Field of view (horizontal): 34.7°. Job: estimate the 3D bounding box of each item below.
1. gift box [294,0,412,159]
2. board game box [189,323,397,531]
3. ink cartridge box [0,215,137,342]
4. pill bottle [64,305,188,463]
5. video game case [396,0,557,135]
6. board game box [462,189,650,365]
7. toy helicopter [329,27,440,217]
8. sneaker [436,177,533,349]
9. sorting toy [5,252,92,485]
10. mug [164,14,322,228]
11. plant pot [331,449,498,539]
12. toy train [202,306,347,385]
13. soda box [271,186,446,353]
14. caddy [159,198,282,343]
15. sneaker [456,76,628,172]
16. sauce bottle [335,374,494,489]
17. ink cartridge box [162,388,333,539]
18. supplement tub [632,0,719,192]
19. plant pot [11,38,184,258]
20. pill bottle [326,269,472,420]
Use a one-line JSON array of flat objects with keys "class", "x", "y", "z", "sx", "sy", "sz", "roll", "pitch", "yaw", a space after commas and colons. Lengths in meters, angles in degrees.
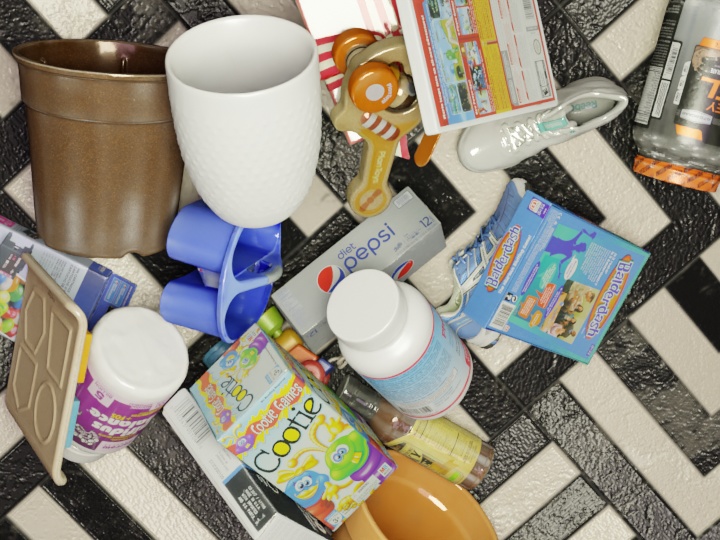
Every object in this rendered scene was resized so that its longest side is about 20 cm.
[{"class": "gift box", "x": 0.042, "y": -0.232, "z": 1.212, "sx": 0.183, "sy": 0.187, "sz": 0.202, "roll": -26, "pitch": 101, "yaw": 3}, {"class": "board game box", "x": -0.070, "y": 0.169, "z": 1.236, "sx": 0.103, "sy": 0.105, "sz": 0.200, "roll": -44, "pitch": 126, "yaw": 1}, {"class": "ink cartridge box", "x": -0.369, "y": 0.026, "z": 1.319, "sx": 0.198, "sy": 0.042, "sz": 0.120, "roll": 26, "pitch": 100, "yaw": -10}, {"class": "pill bottle", "x": -0.276, "y": 0.134, "z": 1.273, "sx": 0.112, "sy": 0.113, "sz": 0.200, "roll": 34, "pitch": 134, "yaw": -9}, {"class": "video game case", "x": 0.116, "y": -0.216, "z": 1.111, "sx": 0.199, "sy": 0.017, "sz": 0.145, "roll": -18, "pitch": 98, "yaw": -45}, {"class": "board game box", "x": 0.223, "y": 0.013, "z": 1.294, "sx": 0.199, "sy": 0.045, "sz": 0.153, "roll": 21, "pitch": 101, "yaw": -42}, {"class": "toy helicopter", "x": 0.032, "y": -0.138, "z": 1.133, "sx": 0.131, "sy": 0.079, "sz": 0.201, "roll": -3, "pitch": 131, "yaw": -19}, {"class": "sneaker", "x": 0.147, "y": -0.011, "z": 1.320, "sx": 0.076, "sy": 0.076, "sz": 0.202, "roll": 16, "pitch": 99, "yaw": -11}, {"class": "sorting toy", "x": -0.334, "y": 0.101, "z": 1.237, "sx": 0.036, "sy": 0.185, "sz": 0.202, "roll": 0, "pitch": 109, "yaw": -33}, {"class": "mug", "x": -0.111, "y": -0.154, "z": 1.158, "sx": 0.146, "sy": 0.201, "sz": 0.177, "roll": -5, "pitch": 131, "yaw": -3}, {"class": "plant pot", "x": 0.046, "y": 0.331, "z": 1.338, "sx": 0.199, "sy": 0.201, "sz": 0.141, "roll": 31, "pitch": 115, "yaw": -9}, {"class": "toy train", "x": -0.078, "y": 0.088, "z": 1.335, "sx": 0.200, "sy": 0.085, "sz": 0.116, "roll": -40, "pitch": 84, "yaw": -1}, {"class": "soda box", "x": 0.000, "y": 0.000, "z": 1.291, "sx": 0.199, "sy": 0.068, "sz": 0.064, "roll": -39, "pitch": 67, "yaw": -6}, {"class": "caddy", "x": -0.138, "y": -0.003, "z": 1.250, "sx": 0.104, "sy": 0.200, "sz": 0.143, "roll": 11, "pitch": 104, "yaw": 10}, {"class": "sneaker", "x": 0.202, "y": -0.165, "z": 1.285, "sx": 0.198, "sy": 0.089, "sz": 0.076, "roll": -23, "pitch": 104, "yaw": 2}, {"class": "sauce bottle", "x": 0.061, "y": 0.188, "z": 1.365, "sx": 0.199, "sy": 0.065, "sz": 0.065, "roll": 30, "pitch": 99, "yaw": -7}, {"class": "ink cartridge box", "x": -0.109, "y": 0.237, "z": 1.260, "sx": 0.043, "sy": 0.198, "sz": 0.200, "roll": -43, "pitch": 145, "yaw": -3}, {"class": "supplement tub", "x": 0.374, "y": -0.195, "z": 1.270, "sx": 0.121, "sy": 0.123, "sz": 0.202, "roll": 12, "pitch": 101, "yaw": -6}, {"class": "plant pot", "x": -0.265, "y": -0.129, "z": 1.223, "sx": 0.198, "sy": 0.201, "sz": 0.201, "roll": 4, "pitch": 109, "yaw": -4}, {"class": "pill bottle", "x": 0.042, "y": 0.079, "z": 1.254, "sx": 0.108, "sy": 0.109, "sz": 0.200, "roll": -36, "pitch": 143, "yaw": 4}]
